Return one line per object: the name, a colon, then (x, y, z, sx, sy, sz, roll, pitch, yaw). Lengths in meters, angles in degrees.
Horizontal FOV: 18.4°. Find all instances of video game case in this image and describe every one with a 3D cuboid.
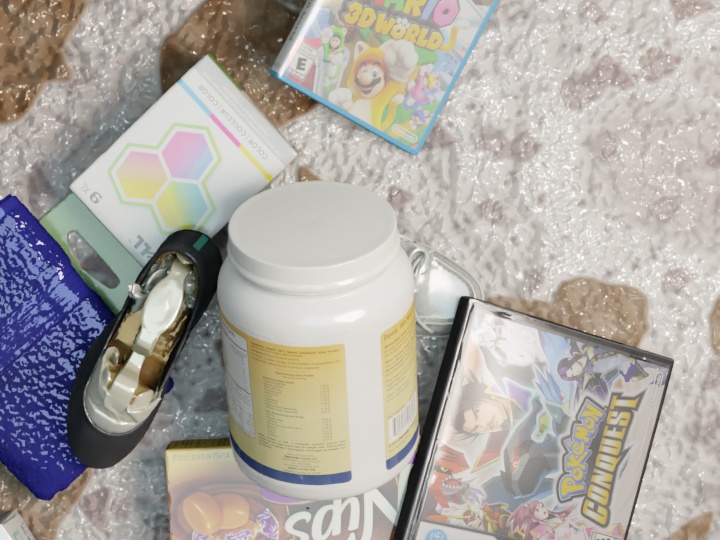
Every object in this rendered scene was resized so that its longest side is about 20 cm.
video game case: (0.034, -0.206, 1.682, 0.143, 0.018, 0.201, 27, 92, -31)
video game case: (0.134, 0.140, 1.700, 0.179, 0.025, 0.202, 17, 87, -17)

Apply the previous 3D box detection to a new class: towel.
towel: (-0.256, 0.060, 1.710, 0.147, 0.050, 0.200, -40, 93, 8)

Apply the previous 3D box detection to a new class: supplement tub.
supplement tub: (-0.030, 0.051, 1.619, 0.143, 0.145, 0.201, -3, 122, -1)

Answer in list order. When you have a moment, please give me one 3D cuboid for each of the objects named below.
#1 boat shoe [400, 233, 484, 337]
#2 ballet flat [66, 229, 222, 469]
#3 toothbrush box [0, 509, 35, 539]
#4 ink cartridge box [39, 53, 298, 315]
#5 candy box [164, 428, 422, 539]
boat shoe: (0.000, -0.002, 1.700, 0.201, 0.065, 0.075, 25, 92, -2)
ballet flat: (-0.166, 0.061, 1.646, 0.073, 0.073, 0.201, 28, 97, -2)
toothbrush box: (-0.313, 0.300, 1.697, 0.199, 0.085, 0.147, -31, 93, -1)
ink cartridge box: (-0.153, -0.059, 1.697, 0.200, 0.059, 0.104, -43, 94, 1)
candy box: (-0.048, 0.187, 1.712, 0.198, 0.056, 0.118, -3, 93, 0)
